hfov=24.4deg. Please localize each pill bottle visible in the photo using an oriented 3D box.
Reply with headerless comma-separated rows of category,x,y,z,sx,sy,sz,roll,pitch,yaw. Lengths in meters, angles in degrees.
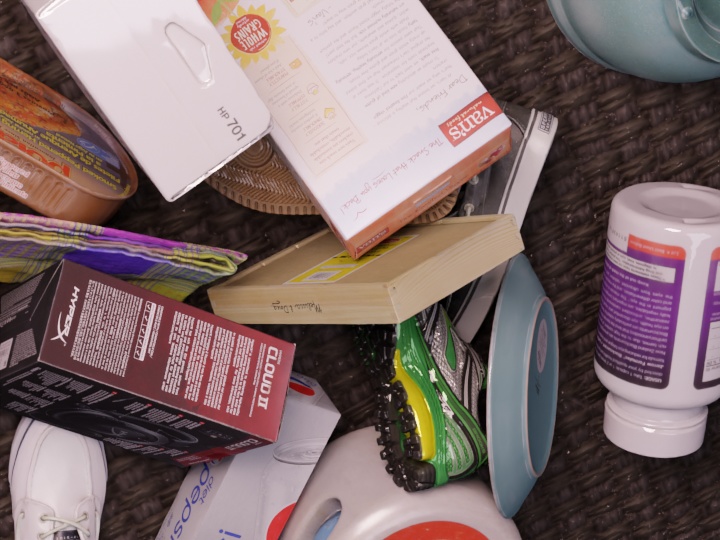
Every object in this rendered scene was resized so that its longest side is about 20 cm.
pill bottle,0.243,0.041,1.319,0.111,0.111,0.201,-4,113,-19

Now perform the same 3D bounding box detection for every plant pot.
plant pot,0.248,-0.222,1.198,0.199,0.134,0.201,-8,113,-18

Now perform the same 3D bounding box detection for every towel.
towel,-0.194,-0.003,1.129,0.199,0.143,0.023,10,72,-27

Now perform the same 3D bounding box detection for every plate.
plate,0.127,0.087,1.258,0.025,0.200,0.201,2,116,17

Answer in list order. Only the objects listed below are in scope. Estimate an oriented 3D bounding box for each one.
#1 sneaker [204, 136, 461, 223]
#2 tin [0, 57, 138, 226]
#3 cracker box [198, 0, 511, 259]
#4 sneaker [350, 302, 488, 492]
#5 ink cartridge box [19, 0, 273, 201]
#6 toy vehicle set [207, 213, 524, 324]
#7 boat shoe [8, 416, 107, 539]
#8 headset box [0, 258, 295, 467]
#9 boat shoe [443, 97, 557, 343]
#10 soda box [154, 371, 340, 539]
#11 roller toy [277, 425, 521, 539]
sneaker,-0.021,-0.085,1.202,0.199,0.113,0.072,12,111,7
tin,-0.235,-0.095,1.081,0.200,0.112,0.042,32,108,-28
cracker box,-0.008,-0.127,1.119,0.134,0.058,0.200,-34,75,-4
sneaker,0.047,0.061,1.247,0.085,0.078,0.201,-7,82,-28
ink cartridge box,-0.148,-0.149,1.041,0.086,0.200,0.147,-35,119,-3
toy vehicle set,0.000,0.000,1.142,0.124,0.199,0.027,-28,106,-36
boat shoe,-0.219,0.192,1.234,0.073,0.067,0.201,-5,113,-19
headset box,-0.152,0.073,1.156,0.199,0.149,0.078,21,68,-26
boat shoe,0.088,-0.035,1.261,0.063,0.071,0.201,19,112,2
soda box,-0.093,0.171,1.275,0.068,0.063,0.201,21,103,-27
roller toy,0.031,0.229,1.302,0.182,0.140,0.201,-26,119,-8
